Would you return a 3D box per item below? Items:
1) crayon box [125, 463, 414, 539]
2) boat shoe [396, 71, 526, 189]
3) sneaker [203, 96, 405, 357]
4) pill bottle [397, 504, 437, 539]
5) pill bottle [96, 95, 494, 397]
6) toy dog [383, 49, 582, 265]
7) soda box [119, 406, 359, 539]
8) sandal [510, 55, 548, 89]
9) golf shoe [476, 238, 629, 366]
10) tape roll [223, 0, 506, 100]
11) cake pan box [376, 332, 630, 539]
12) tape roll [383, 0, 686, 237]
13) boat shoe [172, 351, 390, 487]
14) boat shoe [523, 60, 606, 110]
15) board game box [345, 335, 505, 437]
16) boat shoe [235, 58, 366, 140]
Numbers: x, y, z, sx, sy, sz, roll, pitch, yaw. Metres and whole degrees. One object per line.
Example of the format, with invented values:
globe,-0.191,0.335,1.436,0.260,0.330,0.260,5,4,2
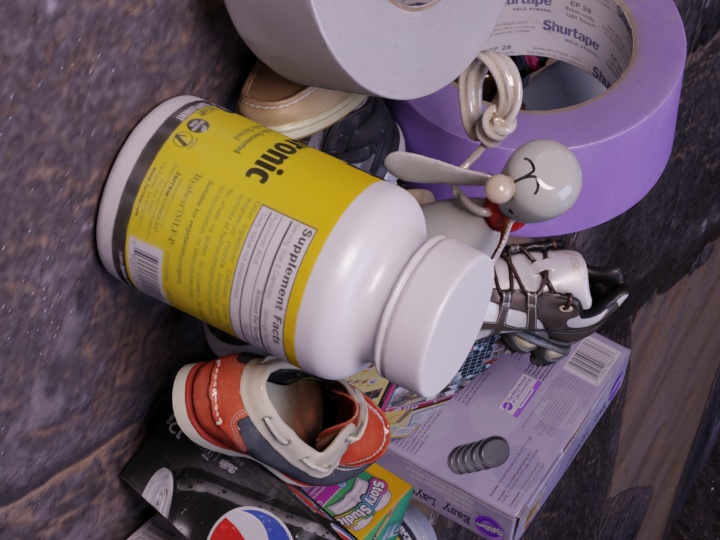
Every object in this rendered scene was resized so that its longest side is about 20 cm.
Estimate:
crayon box,-0.063,0.182,1.325,0.200,0.118,0.059,-40,153,-51
boat shoe,0.053,-0.097,1.413,0.202,0.074,0.076,-33,119,-55
sneaker,-0.042,-0.046,1.204,0.201,0.075,0.114,-58,155,-27
pill bottle,-0.013,0.238,1.534,0.200,0.111,0.113,-19,130,-64
pill bottle,-0.033,-0.009,1.072,0.112,0.199,0.112,-52,157,-33
toy dog,0.039,-0.019,1.138,0.096,0.132,0.201,-13,145,-30
soda box,-0.050,0.167,1.220,0.064,0.200,0.071,-51,160,1
sandal,0.129,-0.196,1.506,0.075,0.045,0.201,-46,152,-44
golf shoe,0.095,0.005,1.292,0.094,0.078,0.199,-30,155,35
tape roll,0.008,-0.196,1.072,0.199,0.066,0.202,-19,114,-50
cake pan box,0.085,0.091,1.517,0.200,0.183,0.053,-52,160,-36
tape roll,0.111,-0.125,1.313,0.200,0.199,0.085,-53,158,-32
boat shoe,-0.031,0.087,1.191,0.199,0.062,0.072,23,59,-56
boat shoe,0.142,-0.097,1.550,0.200,0.074,0.068,-52,172,21
board game box,0.008,0.065,1.341,0.135,0.035,0.199,-42,154,28
boat shoe,-0.013,-0.152,1.170,0.200,0.073,0.067,-52,144,-38
